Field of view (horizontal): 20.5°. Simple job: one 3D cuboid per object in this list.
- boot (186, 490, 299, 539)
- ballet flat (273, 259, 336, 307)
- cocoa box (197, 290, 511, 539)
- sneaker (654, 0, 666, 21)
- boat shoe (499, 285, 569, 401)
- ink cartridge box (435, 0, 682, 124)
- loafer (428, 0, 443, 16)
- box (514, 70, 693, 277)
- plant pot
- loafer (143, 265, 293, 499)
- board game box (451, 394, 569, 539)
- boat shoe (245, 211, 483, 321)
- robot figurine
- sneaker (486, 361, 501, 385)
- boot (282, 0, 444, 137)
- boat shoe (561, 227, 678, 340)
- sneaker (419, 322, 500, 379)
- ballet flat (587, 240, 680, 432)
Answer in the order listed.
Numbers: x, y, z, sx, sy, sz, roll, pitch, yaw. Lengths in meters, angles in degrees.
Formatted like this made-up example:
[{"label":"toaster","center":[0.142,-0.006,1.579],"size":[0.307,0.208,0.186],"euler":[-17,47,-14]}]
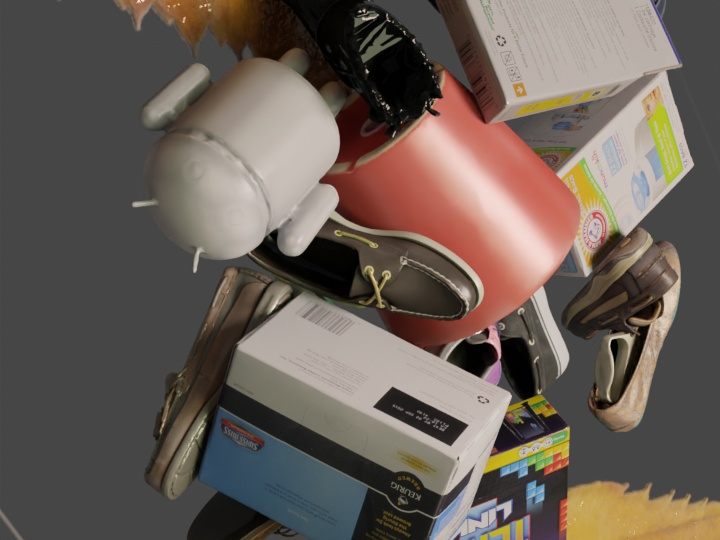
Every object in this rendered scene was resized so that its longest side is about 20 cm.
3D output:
[{"label":"boot","center":[-0.065,0.200,1.668],"size":[0.200,0.073,0.076],"euler":[-35,129,-40]},{"label":"ballet flat","center":[-0.024,0.071,1.700],"size":[0.200,0.069,0.070],"euler":[46,63,-40]},{"label":"cocoa box","center":[-0.005,0.133,1.575],"size":[0.133,0.199,0.132],"euler":[-40,152,-59]},{"label":"sneaker","center":[0.209,-0.226,1.890],"size":[0.202,0.077,0.146],"euler":[-36,161,-2]},{"label":"boat shoe","center":[0.139,0.043,1.859],"size":[0.057,0.068,0.201],"euler":[-53,131,-27]},{"label":"ink cartridge box","center":[0.153,-0.235,1.690],"size":[0.199,0.047,0.199],"euler":[-13,74,-36]},{"label":"loafer","center":[0.054,-0.286,1.726],"size":[0.200,0.068,0.071],"euler":[43,56,-44]},{"label":"box","center":[0.213,-0.095,1.893],"size":[0.200,0.101,0.113],"euler":[-42,123,-35]},{"label":"plant pot","center":[0.059,-0.066,1.685],"size":[0.178,0.199,0.201],"euler":[52,59,-27]},{"label":"loafer","center":[-0.125,0.088,1.603],"size":[0.201,0.062,0.072],"euler":[-60,165,-19]},{"label":"board game box","center":[0.085,0.216,1.737],"size":[0.198,0.057,0.167],"euler":[-19,127,-19]},{"label":"boat shoe","center":[0.000,0.000,1.609],"size":[0.061,0.199,0.072],"euler":[-55,162,-51]},{"label":"robot figurine","center":[-0.093,-0.087,1.564],"size":[0.169,0.113,0.200],"euler":[41,59,3]},{"label":"sneaker","center":[0.090,0.140,1.818],"size":[0.114,0.072,0.203],"euler":[-7,102,-51]},{"label":"boot","center":[-0.014,-0.205,1.580],"size":[0.073,0.163,0.199],"euler":[-34,111,-2]},{"label":"boat shoe","center":[0.247,0.032,1.895],"size":[0.073,0.200,0.074],"euler":[44,71,8]},{"label":"sneaker","center":[0.102,0.052,1.731],"size":[0.070,0.082,0.201],"euler":[45,58,-30]},{"label":"ballet flat","center":[0.273,0.061,2.004],"size":[0.067,0.068,0.202],"euler":[19,79,-39]}]
